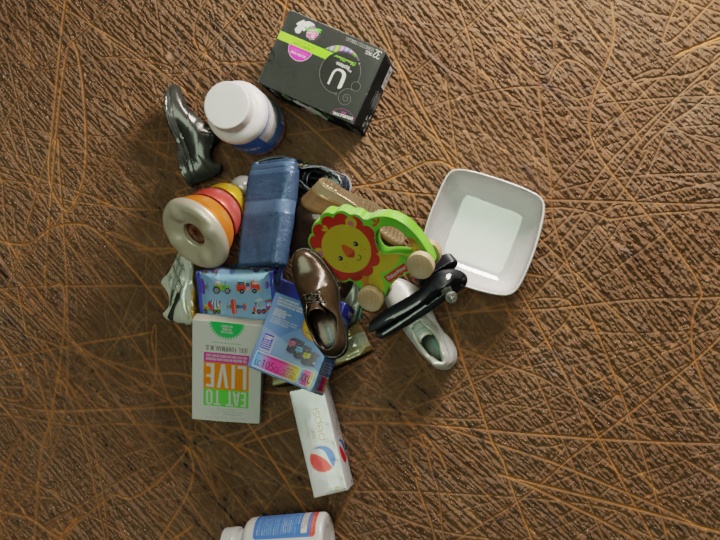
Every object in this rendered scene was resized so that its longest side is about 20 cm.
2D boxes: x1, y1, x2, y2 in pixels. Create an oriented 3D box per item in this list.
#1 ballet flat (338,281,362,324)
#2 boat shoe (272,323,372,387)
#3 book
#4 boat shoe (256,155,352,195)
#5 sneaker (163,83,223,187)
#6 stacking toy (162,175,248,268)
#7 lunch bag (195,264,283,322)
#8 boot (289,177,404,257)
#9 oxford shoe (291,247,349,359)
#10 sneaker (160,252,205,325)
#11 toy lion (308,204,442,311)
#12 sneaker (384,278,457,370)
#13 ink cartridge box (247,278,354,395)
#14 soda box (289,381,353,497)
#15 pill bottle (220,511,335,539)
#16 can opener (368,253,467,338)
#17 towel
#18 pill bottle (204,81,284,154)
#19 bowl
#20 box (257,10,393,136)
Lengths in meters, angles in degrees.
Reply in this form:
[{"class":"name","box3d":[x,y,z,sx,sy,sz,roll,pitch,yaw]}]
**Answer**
[{"class":"ballet flat","box3d":[0.000,0.000,1.668,0.063,0.067,0.202,21,93,3]},{"class":"boat shoe","box3d":[-0.078,0.160,1.681,0.198,0.074,0.067,-22,77,2]},{"class":"book","box3d":[-0.247,0.185,1.689,0.132,0.048,0.202,5,109,6]},{"class":"boat shoe","box3d":[-0.117,-0.179,1.686,0.198,0.091,0.072,11,90,11]},{"class":"sneaker","box3d":[-0.323,-0.266,1.746,0.090,0.076,0.202,-17,92,0]},{"class":"stacking toy","box3d":[-0.256,-0.113,1.677,0.145,0.200,0.147,21,135,23]},{"class":"lunch bag","box3d":[-0.224,0.093,1.705,0.149,0.094,0.202,0,97,8]},{"class":"boot","box3d":[-0.034,-0.057,1.637,0.199,0.072,0.167,34,121,2]},{"class":"oxford shoe","box3d":[-0.071,0.050,1.542,0.072,0.084,0.201,-23,77,5]},{"class":"sneaker","box3d":[-0.345,0.003,1.731,0.087,0.076,0.202,-1,82,19]},{"class":"toy lion","box3d":[0.013,-0.039,1.558,0.199,0.069,0.192,-34,102,35]},{"class":"sneaker","box3d":[0.107,0.093,1.641,0.070,0.080,0.201,-39,80,9]},{"class":"ink cartridge box","box3d":[-0.101,0.105,1.621,0.135,0.076,0.202,19,81,15]},{"class":"soda box","box3d":[-0.072,0.312,1.673,0.068,0.064,0.202,-15,86,10]},{"class":"pill bottle","box3d":[-0.152,0.507,1.656,0.198,0.112,0.113,-6,87,10]},{"class":"can opener","box3d":[0.103,0.057,1.593,0.200,0.079,0.063,-40,126,11]},{"class":"towel","box3d":[-0.163,-0.101,1.637,0.111,0.048,0.202,-1,77,36]},{"class":"pill bottle","box3d":[-0.215,-0.281,1.645,0.111,0.200,0.113,0,87,11]},{"class":"bowl","box3d":[0.221,-0.065,1.628,0.198,0.075,0.202,20,91,11]},{"class":"box","box3d":[-0.061,-0.363,1.668,0.199,0.124,0.150,25,92,9]}]
